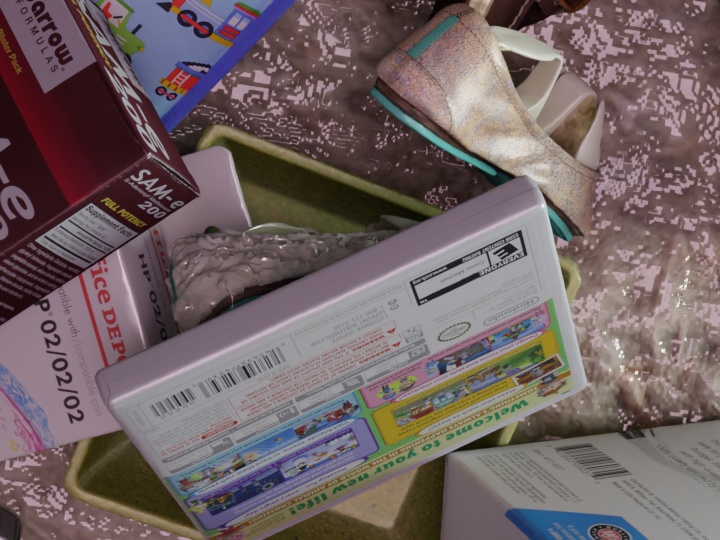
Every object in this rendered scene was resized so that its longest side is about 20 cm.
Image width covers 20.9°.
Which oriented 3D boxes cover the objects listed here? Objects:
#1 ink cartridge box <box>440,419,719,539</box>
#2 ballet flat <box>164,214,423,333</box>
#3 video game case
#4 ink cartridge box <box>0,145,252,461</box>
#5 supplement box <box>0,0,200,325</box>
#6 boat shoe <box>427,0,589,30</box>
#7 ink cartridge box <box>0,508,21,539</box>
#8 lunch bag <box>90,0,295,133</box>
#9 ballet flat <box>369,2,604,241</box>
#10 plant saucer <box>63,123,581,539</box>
[{"bbox_3d":[0.157,0.139,0.938,0.200,0.146,0.084,-4,109,-22],"label":"ink cartridge box"},{"bbox_3d":[0.000,0.000,0.892,0.200,0.072,0.072,-1,106,-35],"label":"ballet flat"},{"bbox_3d":[0.000,0.049,0.875,0.200,0.022,0.182,-25,149,-1],"label":"video game case"},{"bbox_3d":[-0.146,0.022,0.900,0.200,0.068,0.115,-16,93,13],"label":"ink cartridge box"},{"bbox_3d":[-0.182,-0.029,0.839,0.200,0.061,0.109,-33,69,7],"label":"supplement box"},{"bbox_3d":[0.093,-0.151,0.923,0.072,0.072,0.200,28,93,-12],"label":"boat shoe"},{"bbox_3d":[-0.299,0.146,0.964,0.200,0.044,0.174,35,97,-14],"label":"ink cartridge box"},{"bbox_3d":[-0.124,-0.138,0.896,0.151,0.094,0.200,40,106,-17],"label":"lunch bag"},{"bbox_3d":[0.076,-0.067,0.893,0.068,0.200,0.067,40,95,28],"label":"ballet flat"},{"bbox_3d":[-0.020,0.048,0.969,0.200,0.048,0.200,21,101,-11],"label":"plant saucer"}]
